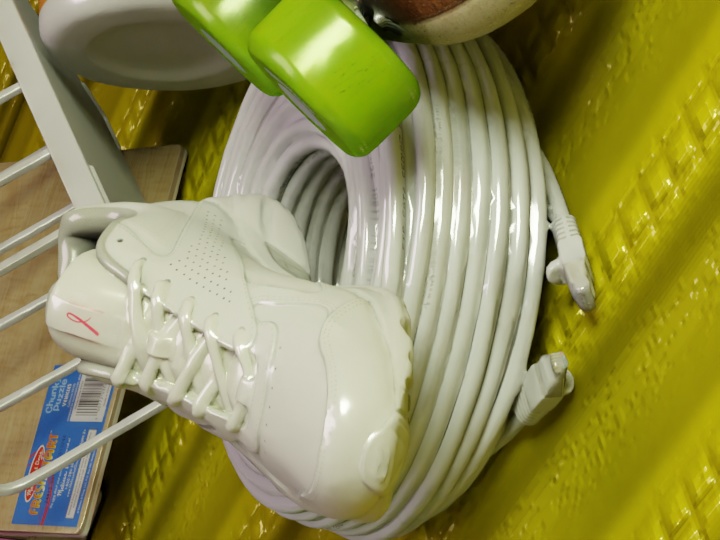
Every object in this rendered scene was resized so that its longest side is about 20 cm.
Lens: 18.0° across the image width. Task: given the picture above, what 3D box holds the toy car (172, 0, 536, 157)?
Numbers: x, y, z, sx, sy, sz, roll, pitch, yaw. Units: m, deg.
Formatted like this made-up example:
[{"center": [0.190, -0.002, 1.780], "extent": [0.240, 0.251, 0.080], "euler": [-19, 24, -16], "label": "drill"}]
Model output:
[{"center": [-0.022, -0.169, 0.721], "extent": [0.164, 0.200, 0.158], "euler": [-46, 29, -2], "label": "toy car"}]

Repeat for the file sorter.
[{"center": [-0.168, -0.023, 1.042], "extent": [0.200, 0.124, 0.139], "euler": [62, -179, 41], "label": "file sorter"}]

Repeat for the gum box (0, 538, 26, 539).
[{"center": [-0.126, 0.167, 1.012], "extent": [0.200, 0.113, 0.067], "euler": [-172, 90, -65], "label": "gum box"}]

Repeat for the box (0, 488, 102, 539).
[{"center": [-0.206, 0.081, 1.249], "extent": [0.095, 0.077, 0.200], "euler": [-66, 30, 31], "label": "box"}]

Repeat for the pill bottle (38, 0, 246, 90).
[{"center": [-0.088, -0.192, 1.033], "extent": [0.112, 0.111, 0.201], "euler": [-32, 55, 59], "label": "pill bottle"}]

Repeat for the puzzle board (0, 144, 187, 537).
[{"center": [-0.163, 0.036, 1.136], "extent": [0.150, 0.017, 0.201], "euler": [-3, 66, 38], "label": "puzzle board"}]

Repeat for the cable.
[{"center": [0.000, 0.000, 0.841], "extent": [0.200, 0.069, 0.201], "euler": [-58, 35, 42], "label": "cable"}]

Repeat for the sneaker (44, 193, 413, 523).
[{"center": [-0.051, 0.027, 0.744], "extent": [0.200, 0.099, 0.078], "euler": [35, 117, 61], "label": "sneaker"}]
